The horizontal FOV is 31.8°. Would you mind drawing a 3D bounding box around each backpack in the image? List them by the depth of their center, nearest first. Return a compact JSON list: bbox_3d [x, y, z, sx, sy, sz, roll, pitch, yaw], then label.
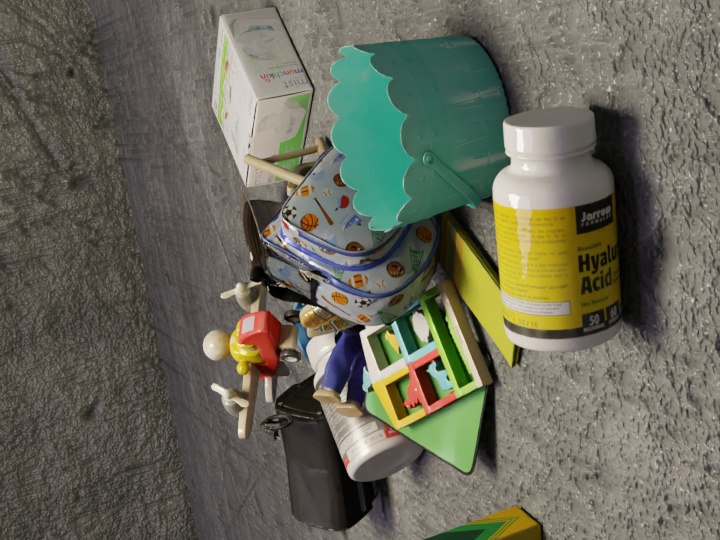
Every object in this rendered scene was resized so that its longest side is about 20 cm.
[{"bbox_3d":[-0.002,-0.039,1.466,0.189,0.201,0.155,32,157,9],"label":"backpack"}]

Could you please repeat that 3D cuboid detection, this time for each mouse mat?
[{"bbox_3d":[0.079,0.140,1.547,0.199,0.007,0.163,27,117,41],"label":"mouse mat"}]

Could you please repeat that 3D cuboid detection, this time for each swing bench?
[{"bbox_3d":[-0.062,-0.050,1.770,0.200,0.128,0.202,42,140,50],"label":"swing bench"}]

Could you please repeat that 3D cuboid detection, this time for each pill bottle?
[{"bbox_3d":[0.176,-0.039,1.136,0.111,0.110,0.203,-149,48,-63],"label":"pill bottle"},{"bbox_3d":[0.002,0.178,1.752,0.114,0.112,0.202,108,143,-56],"label":"pill bottle"}]

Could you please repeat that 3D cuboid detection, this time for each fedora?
[{"bbox_3d":[-0.128,-0.049,1.999,0.201,0.089,0.179,95,156,-56],"label":"fedora"}]

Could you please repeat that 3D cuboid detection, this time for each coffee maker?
[{"bbox_3d":[-0.064,0.277,1.882,0.134,0.190,0.203,24,127,55],"label":"coffee maker"}]

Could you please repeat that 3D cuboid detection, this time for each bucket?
[{"bbox_3d":[0.062,-0.150,1.343,0.207,0.133,0.211,167,90,-71],"label":"bucket"}]

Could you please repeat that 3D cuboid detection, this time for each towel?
[{"bbox_3d":[0.132,0.012,1.434,0.087,0.018,0.201,89,157,-44],"label":"towel"}]

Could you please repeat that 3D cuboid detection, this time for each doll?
[{"bbox_3d":[-0.006,0.085,1.684,0.048,0.136,0.203,-15,50,49],"label":"doll"}]

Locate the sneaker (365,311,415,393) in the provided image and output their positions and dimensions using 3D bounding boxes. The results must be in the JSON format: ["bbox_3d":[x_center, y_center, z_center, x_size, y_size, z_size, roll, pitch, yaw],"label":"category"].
[{"bbox_3d":[0.049,0.121,1.654,0.115,0.072,0.202,102,149,-56],"label":"sneaker"}]

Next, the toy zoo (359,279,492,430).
[{"bbox_3d":[0.067,0.110,1.533,0.199,0.020,0.133,-35,72,46],"label":"toy zoo"}]

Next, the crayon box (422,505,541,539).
[{"bbox_3d":[0.130,0.394,1.451,0.058,0.170,0.203,27,127,60],"label":"crayon box"}]

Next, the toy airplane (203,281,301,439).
[{"bbox_3d":[-0.164,0.118,1.867,0.201,0.139,0.202,-102,21,-67],"label":"toy airplane"}]

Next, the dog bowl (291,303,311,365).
[{"bbox_3d":[-0.063,0.087,1.922,0.113,0.049,0.200,64,165,11],"label":"dog bowl"}]

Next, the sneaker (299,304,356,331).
[{"bbox_3d":[0.000,0.000,1.607,0.075,0.199,0.089,30,-149,-48],"label":"sneaker"}]

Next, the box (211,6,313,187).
[{"bbox_3d":[-0.155,-0.262,1.927,0.201,0.095,0.178,105,146,-53],"label":"box"}]
